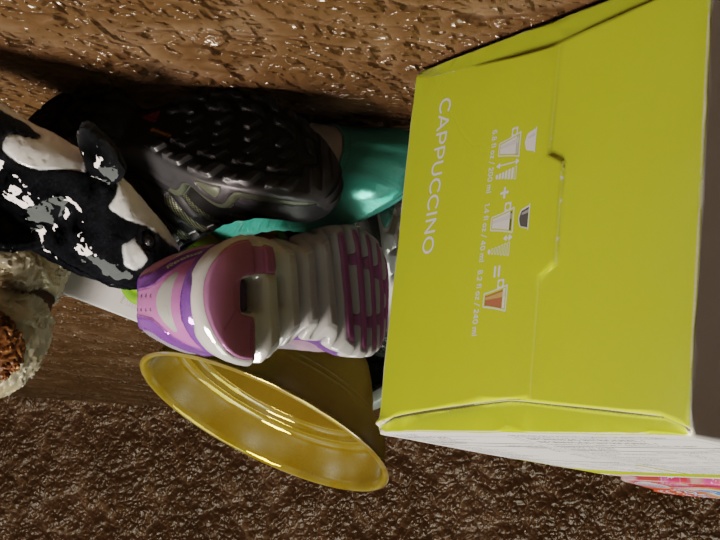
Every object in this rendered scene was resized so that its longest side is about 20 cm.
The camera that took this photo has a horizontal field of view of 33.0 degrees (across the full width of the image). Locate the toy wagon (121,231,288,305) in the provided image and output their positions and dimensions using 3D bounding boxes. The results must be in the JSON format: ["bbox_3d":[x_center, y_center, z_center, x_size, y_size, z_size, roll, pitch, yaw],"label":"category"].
[{"bbox_3d":[-0.113,-0.012,0.859,0.200,0.040,0.155,27,-157,27],"label":"toy wagon"}]

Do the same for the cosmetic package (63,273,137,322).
[{"bbox_3d":[-0.160,0.012,1.019,0.200,0.072,0.101,15,177,43],"label":"cosmetic package"}]

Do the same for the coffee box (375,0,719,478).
[{"bbox_3d":[0.150,-0.003,0.610,0.197,0.201,0.200,15,166,-35],"label":"coffee box"}]

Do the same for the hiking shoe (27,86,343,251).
[{"bbox_3d":[-0.101,-0.052,0.731,0.199,0.076,0.101,11,142,17],"label":"hiking shoe"}]

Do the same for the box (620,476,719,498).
[{"bbox_3d":[0.248,0.053,0.831,0.099,0.201,0.095,-5,163,41],"label":"box"}]

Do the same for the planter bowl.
[{"bbox_3d":[-0.055,0.079,0.898,0.200,0.084,0.201,22,157,10],"label":"planter bowl"}]

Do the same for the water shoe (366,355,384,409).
[{"bbox_3d":[0.075,0.057,0.983,0.079,0.200,0.072,45,-172,-37],"label":"water shoe"}]

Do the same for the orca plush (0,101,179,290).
[{"bbox_3d":[-0.191,-0.048,0.668,0.105,0.071,0.200,-13,127,38],"label":"orca plush"}]

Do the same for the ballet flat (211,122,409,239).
[{"bbox_3d":[-0.051,-0.060,0.771,0.070,0.068,0.200,32,152,-36],"label":"ballet flat"}]

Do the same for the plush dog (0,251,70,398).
[{"bbox_3d":[-0.283,0.016,0.960,0.160,0.173,0.200,9,167,-17],"label":"plush dog"}]

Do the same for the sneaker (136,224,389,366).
[{"bbox_3d":[-0.056,0.015,0.718,0.088,0.081,0.200,-5,177,33],"label":"sneaker"}]

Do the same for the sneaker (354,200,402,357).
[{"bbox_3d":[0.000,0.000,0.867,0.091,0.078,0.200,5,138,12],"label":"sneaker"}]

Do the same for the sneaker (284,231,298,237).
[{"bbox_3d":[0.010,-0.014,0.946,0.199,0.067,0.090,2,170,27],"label":"sneaker"}]
